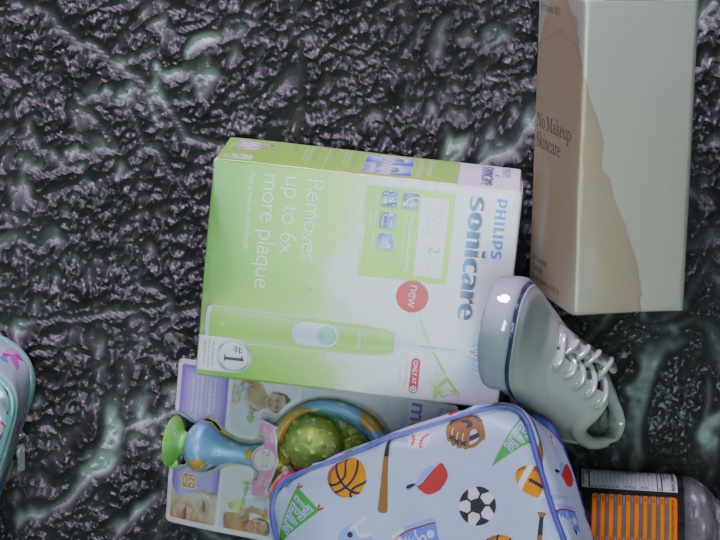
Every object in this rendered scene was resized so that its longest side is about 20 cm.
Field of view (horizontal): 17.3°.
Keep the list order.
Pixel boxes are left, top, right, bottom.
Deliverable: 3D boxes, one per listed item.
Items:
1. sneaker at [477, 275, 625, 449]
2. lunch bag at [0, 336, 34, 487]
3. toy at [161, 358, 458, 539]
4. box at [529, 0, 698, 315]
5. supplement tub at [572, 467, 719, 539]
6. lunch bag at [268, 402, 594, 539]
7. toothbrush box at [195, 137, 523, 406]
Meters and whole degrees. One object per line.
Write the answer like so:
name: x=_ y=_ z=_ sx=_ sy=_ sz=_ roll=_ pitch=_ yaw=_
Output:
sneaker: x=0.126 y=0.058 z=1.503 sx=0.071 sy=0.200 sz=0.073 roll=10 pitch=73 yaw=21
lunch bag: x=-0.320 y=0.095 z=1.588 sx=0.199 sy=0.077 sz=0.161 roll=20 pitch=102 yaw=0
toy: x=-0.041 y=0.132 z=1.569 sx=0.199 sy=0.047 sz=0.116 roll=10 pitch=100 yaw=22
box: x=0.160 y=-0.079 z=1.507 sx=0.077 sy=0.095 sz=0.201 roll=-2 pitch=101 yaw=-14
supplement tub: x=0.156 y=0.192 z=1.559 sx=0.199 sy=0.123 sz=0.123 roll=4 pitch=103 yaw=3
lunch bag: x=0.044 y=0.179 z=1.473 sx=0.200 sy=0.076 sz=0.161 roll=-22 pitch=74 yaw=16
toothbrush box: x=0.000 y=0.000 z=1.548 sx=0.199 sy=0.086 sz=0.146 roll=7 pitch=103 yaw=1
